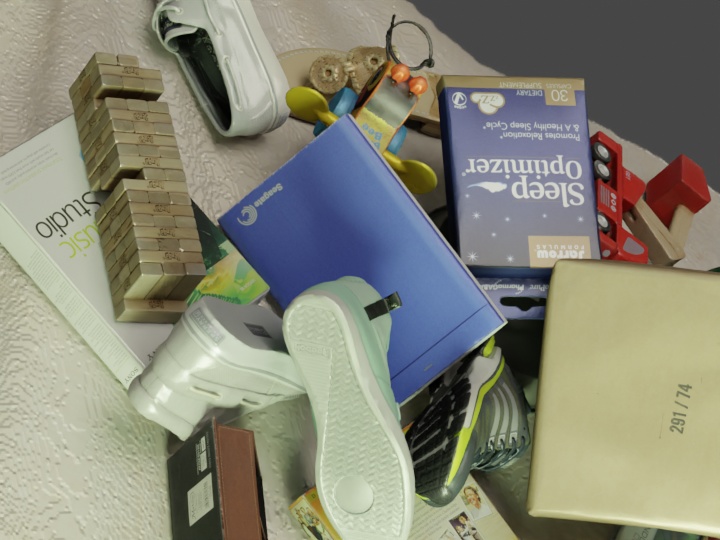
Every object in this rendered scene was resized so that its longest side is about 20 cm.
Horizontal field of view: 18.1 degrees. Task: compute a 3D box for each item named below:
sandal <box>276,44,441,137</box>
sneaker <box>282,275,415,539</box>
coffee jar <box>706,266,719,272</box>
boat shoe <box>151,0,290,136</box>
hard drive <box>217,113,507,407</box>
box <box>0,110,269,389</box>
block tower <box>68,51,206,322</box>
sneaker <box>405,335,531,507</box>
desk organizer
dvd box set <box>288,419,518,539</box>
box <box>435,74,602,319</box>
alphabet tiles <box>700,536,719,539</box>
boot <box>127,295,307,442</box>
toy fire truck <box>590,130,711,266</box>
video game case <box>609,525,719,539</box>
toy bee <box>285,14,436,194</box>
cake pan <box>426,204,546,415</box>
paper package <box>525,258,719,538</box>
[{"bbox_3d":[0.023,-0.163,1.889,0.211,0.070,0.078,9,55,-29],"label":"sandal"},{"bbox_3d":[0.008,0.099,1.639,0.118,0.074,0.201,-36,113,-68],"label":"sneaker"},{"bbox_3d":[0.296,0.079,1.864,0.085,0.104,0.200,61,34,-22],"label":"coffee jar"},{"bbox_3d":[-0.130,-0.194,1.816,0.068,0.072,0.200,-19,81,-41],"label":"boat shoe"},{"bbox_3d":[0.000,0.000,1.728,0.200,0.132,0.025,53,12,8],"label":"hard drive"},{"bbox_3d":[-0.180,-0.021,1.679,0.200,0.036,0.144,49,46,3],"label":"box"},{"bbox_3d":[-0.163,-0.062,1.657,0.054,0.058,0.201,3,60,-31],"label":"block tower"},{"bbox_3d":[0.089,0.121,1.694,0.081,0.074,0.200,47,30,-10],"label":"sneaker"},{"bbox_3d":[-0.078,0.211,1.563,0.077,0.072,0.201,12,55,-30],"label":"desk organizer"},{"bbox_3d":[0.056,0.219,1.673,0.146,0.029,0.200,-31,80,-43],"label":"dvd box set"},{"bbox_3d":[0.128,-0.060,1.814,0.121,0.032,0.201,0,71,-12],"label":"box"},{"bbox_3d":[0.339,0.293,1.799,0.200,0.008,0.167,37,47,-5],"label":"alphabet tiles"},{"bbox_3d":[-0.098,0.078,1.642,0.074,0.096,0.200,50,11,25],"label":"boot"},{"bbox_3d":[0.234,-0.044,1.930,0.141,0.049,0.200,34,37,-22],"label":"toy fire truck"},{"bbox_3d":[0.280,0.266,1.798,0.200,0.023,0.182,39,47,-6],"label":"video game case"},{"bbox_3d":[0.005,-0.124,1.779,0.131,0.109,0.201,12,78,-16],"label":"toy bee"},{"bbox_3d":[0.125,0.022,1.852,0.200,0.037,0.201,17,51,-23],"label":"cake pan"},{"bbox_3d":[0.230,0.097,1.722,0.190,0.103,0.201,6,92,11],"label":"paper package"}]
